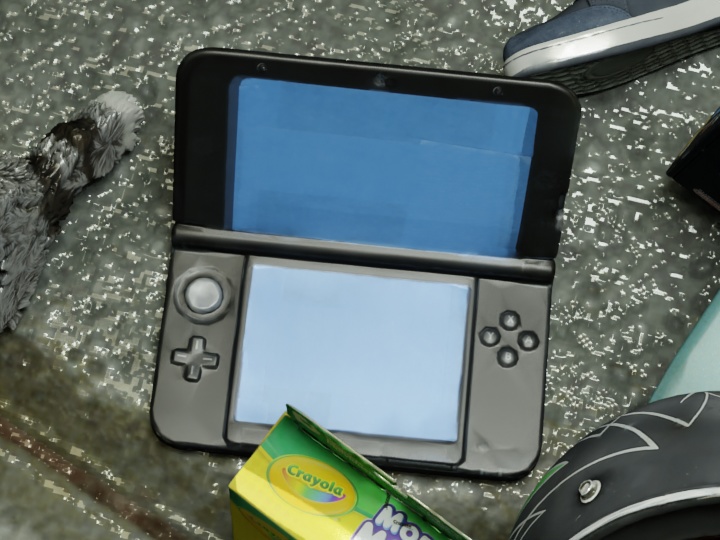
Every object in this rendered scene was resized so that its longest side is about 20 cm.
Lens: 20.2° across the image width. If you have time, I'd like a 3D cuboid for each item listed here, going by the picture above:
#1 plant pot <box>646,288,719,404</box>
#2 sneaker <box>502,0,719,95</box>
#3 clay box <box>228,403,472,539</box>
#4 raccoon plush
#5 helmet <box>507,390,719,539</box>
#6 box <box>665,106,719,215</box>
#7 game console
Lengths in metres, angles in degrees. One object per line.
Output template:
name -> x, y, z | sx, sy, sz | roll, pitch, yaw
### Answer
plant pot -> 0.195, 0.094, 0.965 | 0.141, 0.141, 0.200 | 38, 83, 11
sneaker -> 0.144, -0.182, 1.085 | 0.202, 0.077, 0.146 | -21, 83, -19
clay box -> -0.002, 0.132, 0.906 | 0.115, 0.200, 0.048 | 35, 73, 11
raccoon plush -> -0.221, -0.037, 1.044 | 0.134, 0.097, 0.200 | 24, 41, 21
helmet -> 0.142, 0.146, 0.802 | 0.200, 0.200, 0.191 | 4, 74, 0
box -> 0.252, -0.017, 0.975 | 0.200, 0.159, 0.046 | 38, 83, 2
game console -> 0.000, 0.000, 1.000 | 0.200, 0.116, 0.176 | 6, 69, 1
